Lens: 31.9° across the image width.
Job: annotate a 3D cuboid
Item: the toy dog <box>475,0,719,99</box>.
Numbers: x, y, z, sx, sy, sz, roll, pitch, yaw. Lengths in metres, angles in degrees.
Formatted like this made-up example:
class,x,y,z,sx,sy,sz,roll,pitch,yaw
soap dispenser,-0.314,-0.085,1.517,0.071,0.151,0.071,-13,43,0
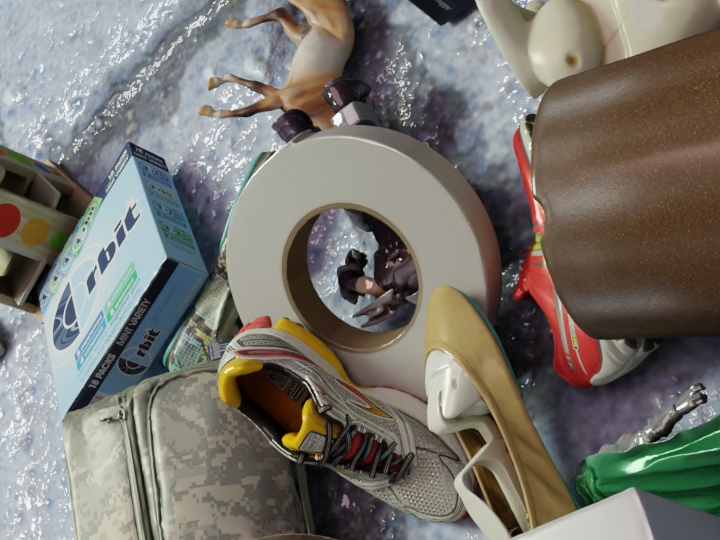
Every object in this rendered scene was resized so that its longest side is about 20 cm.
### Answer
class,x,y,z,sx,sy,sz,roll,pitch,yaw
toy dog,0.198,-0.163,0.782,0.199,0.139,0.196,-33,69,26

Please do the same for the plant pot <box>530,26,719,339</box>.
class,x,y,z,sx,sy,sz,roll,pitch,yaw
plant pot,0.209,-0.048,0.676,0.196,0.200,0.203,-9,69,32

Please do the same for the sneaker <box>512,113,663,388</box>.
class,x,y,z,sx,sy,sz,roll,pitch,yaw
sneaker,0.128,-0.016,0.830,0.085,0.076,0.202,-43,46,39

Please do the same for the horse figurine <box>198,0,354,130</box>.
class,x,y,z,sx,sy,sz,roll,pitch,yaw
horse figurine,-0.052,-0.173,1.025,0.131,0.050,0.202,10,64,-1

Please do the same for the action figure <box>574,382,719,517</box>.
class,x,y,z,sx,sy,sz,roll,pitch,yaw
action figure,0.201,0.107,0.719,0.199,0.118,0.055,-21,38,42

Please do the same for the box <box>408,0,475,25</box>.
class,x,y,z,sx,sy,sz,roll,pitch,yaw
box,0.066,-0.311,0.898,0.196,0.199,0.125,-32,55,26

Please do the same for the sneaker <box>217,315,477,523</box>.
class,x,y,z,sx,sy,sz,roll,pitch,yaw
sneaker,-0.014,0.113,0.851,0.198,0.082,0.078,30,113,6

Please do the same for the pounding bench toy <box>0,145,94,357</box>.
class,x,y,z,sx,sy,sz,roll,pitch,yaw
pounding bench toy,-0.364,-0.016,1.180,0.124,0.155,0.202,37,99,41

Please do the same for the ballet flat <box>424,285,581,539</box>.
class,x,y,z,sx,sy,sz,roll,pitch,yaw
ballet flat,0.079,0.104,0.789,0.202,0.062,0.069,62,153,14

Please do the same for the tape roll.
class,x,y,z,sx,sy,sz,roll,pitch,yaw
tape roll,0.000,0.000,0.878,0.200,0.037,0.206,9,112,22

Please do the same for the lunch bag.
class,x,y,z,sx,sy,sz,roll,pitch,yaw
lunch bag,-0.113,0.170,0.927,0.166,0.139,0.202,-20,62,14

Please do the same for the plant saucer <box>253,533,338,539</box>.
class,x,y,z,sx,sy,sz,roll,pitch,yaw
plant saucer,-0.039,0.273,0.815,0.197,0.032,0.203,2,98,10

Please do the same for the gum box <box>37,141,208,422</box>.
class,x,y,z,sx,sy,sz,roll,pitch,yaw
gum box,-0.208,0.010,1.075,0.171,0.044,0.201,-55,34,17

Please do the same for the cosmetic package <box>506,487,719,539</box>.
class,x,y,z,sx,sy,sz,roll,pitch,yaw
cosmetic package,0.121,0.240,0.679,0.199,0.167,0.168,-29,58,28

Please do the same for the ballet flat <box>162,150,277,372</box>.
class,x,y,z,sx,sy,sz,roll,pitch,yaw
ballet flat,-0.088,0.006,1.014,0.074,0.074,0.202,26,94,42

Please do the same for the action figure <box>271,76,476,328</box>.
class,x,y,z,sx,sy,sz,roll,pitch,yaw
action figure,0.018,-0.046,0.930,0.129,0.069,0.201,-34,72,13
